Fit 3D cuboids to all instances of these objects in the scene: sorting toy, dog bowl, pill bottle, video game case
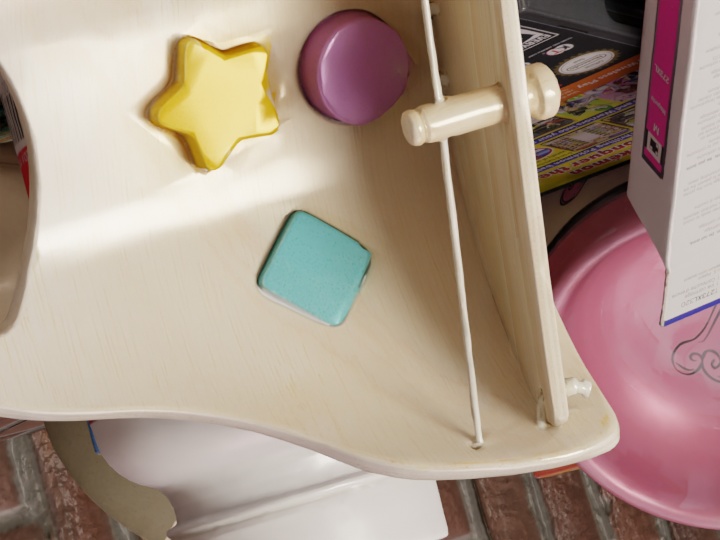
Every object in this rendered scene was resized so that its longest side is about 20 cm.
[{"bbox_3d":[-0.039,-0.041,0.660,0.179,0.201,0.107,-12,-162,-13],"label":"sorting toy"},{"bbox_3d":[0.157,0.024,1.056,0.199,0.201,0.074,-18,-153,22],"label":"dog bowl"},{"bbox_3d":[-0.040,-0.003,0.771,0.112,0.201,0.112,-16,176,-1],"label":"pill bottle"},{"bbox_3d":[0.046,-0.063,0.952,0.180,0.026,0.199,7,159,-45],"label":"video game case"}]

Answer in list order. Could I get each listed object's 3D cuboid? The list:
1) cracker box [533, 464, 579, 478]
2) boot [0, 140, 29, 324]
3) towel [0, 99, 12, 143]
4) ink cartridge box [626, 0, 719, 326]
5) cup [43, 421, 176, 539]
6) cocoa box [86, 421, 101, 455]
[{"bbox_3d":[0.127,-0.010,1.250,0.133,0.201,0.058,-20,173,35],"label":"cracker box"},{"bbox_3d":[-0.123,0.003,0.944,0.154,0.073,0.200,0,152,-4],"label":"boot"},{"bbox_3d":[-0.112,-0.059,0.974,0.199,0.022,0.146,-19,174,26],"label":"towel"},{"bbox_3d":[0.145,-0.072,0.884,0.094,0.037,0.201,-22,138,-19],"label":"ink cartridge box"},{"bbox_3d":[-0.098,0.074,1.703,0.200,0.201,0.143,-10,147,-50],"label":"cup"},{"bbox_3d":[-0.039,-0.001,1.187,0.131,0.134,0.200,-20,174,31],"label":"cocoa box"}]
